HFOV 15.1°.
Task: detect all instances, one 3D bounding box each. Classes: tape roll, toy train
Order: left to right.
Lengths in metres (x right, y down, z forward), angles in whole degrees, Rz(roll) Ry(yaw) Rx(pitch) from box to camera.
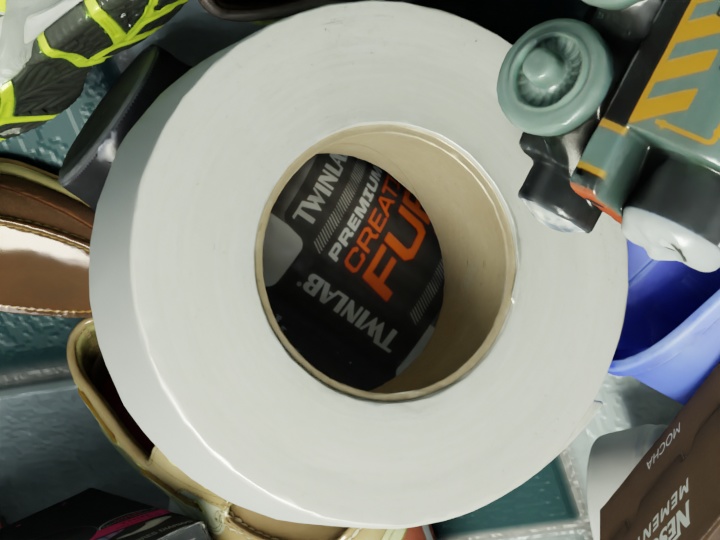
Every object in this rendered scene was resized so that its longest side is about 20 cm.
[{"bbox_3d":[0.000,0.000,1.045,0.202,0.203,0.071,34,165,-14],"label":"tape roll"},{"bbox_3d":[0.134,-0.096,0.985,0.114,0.200,0.085,26,176,38],"label":"toy train"}]

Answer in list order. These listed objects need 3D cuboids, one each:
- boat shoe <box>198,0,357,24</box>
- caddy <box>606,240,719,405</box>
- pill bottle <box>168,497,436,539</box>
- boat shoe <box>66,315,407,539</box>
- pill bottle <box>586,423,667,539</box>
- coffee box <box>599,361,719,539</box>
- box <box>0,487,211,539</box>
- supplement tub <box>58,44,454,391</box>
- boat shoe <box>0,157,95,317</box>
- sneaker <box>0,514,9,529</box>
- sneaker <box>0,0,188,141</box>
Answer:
[{"bbox_3d":[0.026,-0.146,1.046,0.200,0.060,0.072,-16,121,22],"label":"boat shoe"},{"bbox_3d":[0.165,-0.028,1.055,0.105,0.141,0.200,33,125,-16],"label":"caddy"},{"bbox_3d":[-0.009,0.169,1.254,0.112,0.112,0.200,-7,124,17],"label":"pill bottle"},{"bbox_3d":[-0.061,0.075,1.158,0.200,0.074,0.066,25,162,44],"label":"boat shoe"},{"bbox_3d":[0.204,0.091,1.151,0.200,0.113,0.113,-13,122,21],"label":"pill bottle"},{"bbox_3d":[0.203,0.121,1.042,0.200,0.080,0.113,19,135,-13],"label":"coffee box"},{"bbox_3d":[-0.130,0.171,1.194,0.122,0.200,0.106,-23,97,-19],"label":"box"},{"bbox_3d":[-0.026,-0.009,1.130,0.200,0.107,0.107,34,125,-14],"label":"supplement tub"},{"bbox_3d":[-0.195,-0.011,1.187,0.200,0.068,0.072,14,128,1],"label":"boat shoe"},{"bbox_3d":[-0.196,0.183,1.314,0.071,0.098,0.201,-10,122,21],"label":"sneaker"},{"bbox_3d":[-0.147,-0.106,1.119,0.200,0.075,0.076,-30,79,37],"label":"sneaker"}]
